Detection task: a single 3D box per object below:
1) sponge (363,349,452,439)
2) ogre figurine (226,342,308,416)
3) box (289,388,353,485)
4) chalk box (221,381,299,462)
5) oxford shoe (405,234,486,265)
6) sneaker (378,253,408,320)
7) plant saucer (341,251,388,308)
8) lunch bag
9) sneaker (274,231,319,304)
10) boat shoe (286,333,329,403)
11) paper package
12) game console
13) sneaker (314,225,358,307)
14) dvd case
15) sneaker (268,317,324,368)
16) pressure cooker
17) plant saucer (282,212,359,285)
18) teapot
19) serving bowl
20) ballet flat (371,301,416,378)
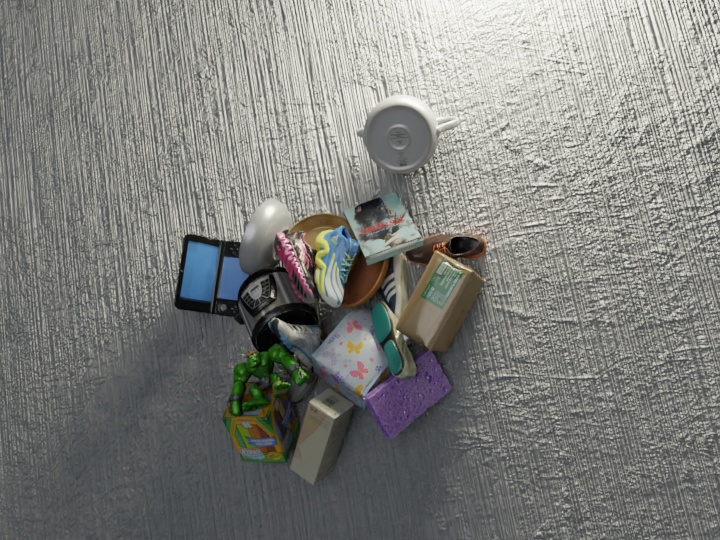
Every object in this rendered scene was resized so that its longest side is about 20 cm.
[{"bbox_3d":[0.110,0.280,1.568,0.199,0.030,0.112,-34,100,-26],"label":"sponge"},{"bbox_3d":[-0.226,0.248,1.594,0.199,0.098,0.121,-39,55,25],"label":"ogre figurine"},{"bbox_3d":[-0.092,0.394,1.630,0.077,0.095,0.202,27,114,22],"label":"box"},{"bbox_3d":[-0.233,0.386,1.680,0.123,0.125,0.202,-5,124,19],"label":"chalk box"},{"bbox_3d":[0.197,-0.057,1.637,0.197,0.072,0.072,-10,80,18],"label":"oxford shoe"},{"bbox_3d":[0.068,0.052,1.669,0.083,0.075,0.203,-8,68,18],"label":"sneaker"},{"bbox_3d":[0.000,0.000,1.678,0.199,0.037,0.202,-27,50,37],"label":"plant saucer"},{"bbox_3d":[0.009,0.202,1.640,0.169,0.128,0.200,33,66,19],"label":"lunch bag"},{"bbox_3d":[-0.131,-0.015,1.631,0.094,0.079,0.202,-14,64,-27],"label":"sneaker"},{"bbox_3d":[-0.134,0.242,1.715,0.074,0.068,0.201,33,94,21],"label":"boat shoe"},{"bbox_3d":[0.183,0.078,1.561,0.103,0.190,0.202,29,91,19],"label":"paper package"},{"bbox_3d":[-0.375,0.014,1.806,0.168,0.118,0.203,5,85,20],"label":"game console"},{"bbox_3d":[-0.052,-0.019,1.592,0.105,0.075,0.202,-32,55,31],"label":"sneaker"},{"bbox_3d":[0.052,-0.104,1.649,0.144,0.022,0.201,-19,45,-4],"label":"dvd case"},{"bbox_3d":[-0.141,0.149,1.601,0.087,0.200,0.075,-42,53,-2],"label":"sneaker"},{"bbox_3d":[-0.213,0.092,1.697,0.201,0.174,0.180,59,139,42],"label":"pressure cooker"},{"bbox_3d":[-0.096,-0.047,1.697,0.197,0.036,0.203,-4,63,8],"label":"plant saucer"},{"bbox_3d":[0.108,-0.341,1.677,0.199,0.146,0.198,36,118,-4],"label":"teapot"},{"bbox_3d":[-0.225,-0.075,1.725,0.065,0.200,0.202,22,90,15],"label":"serving bowl"},{"bbox_3d":[0.077,0.163,1.575,0.067,0.062,0.202,-45,46,33],"label":"ballet flat"}]
